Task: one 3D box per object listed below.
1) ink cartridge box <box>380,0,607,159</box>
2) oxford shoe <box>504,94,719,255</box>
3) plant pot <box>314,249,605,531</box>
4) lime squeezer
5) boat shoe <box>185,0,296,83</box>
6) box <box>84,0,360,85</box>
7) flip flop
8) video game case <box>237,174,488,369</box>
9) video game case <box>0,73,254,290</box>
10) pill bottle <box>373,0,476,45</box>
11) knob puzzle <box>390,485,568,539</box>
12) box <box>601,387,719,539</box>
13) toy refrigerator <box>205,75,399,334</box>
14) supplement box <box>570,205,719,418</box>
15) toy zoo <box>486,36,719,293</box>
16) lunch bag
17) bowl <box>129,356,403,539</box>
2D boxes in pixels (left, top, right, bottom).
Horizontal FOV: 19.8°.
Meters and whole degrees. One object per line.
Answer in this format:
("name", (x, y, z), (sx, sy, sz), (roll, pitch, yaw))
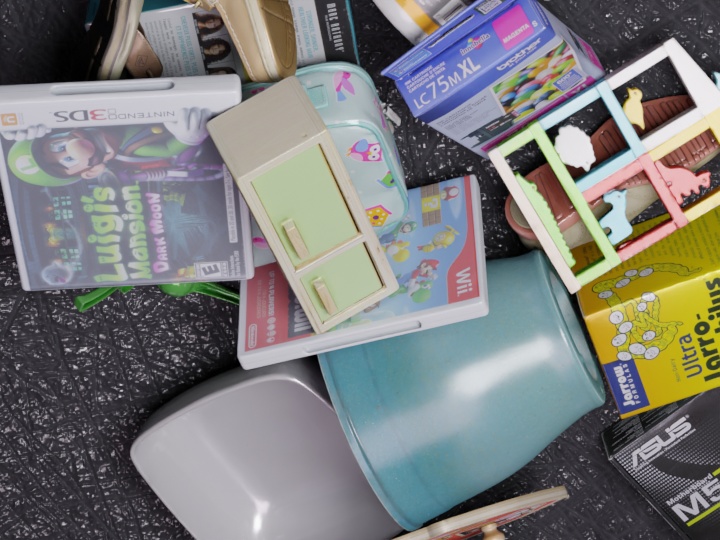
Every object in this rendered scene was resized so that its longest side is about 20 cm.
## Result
("ink cartridge box", (0.103, -0.146, 1.541), (0.119, 0.042, 0.200), (-33, 159, 15))
("oxford shoe", (0.212, -0.076, 1.655), (0.199, 0.071, 0.074), (-25, 149, 6))
("plant pot", (0.087, 0.080, 1.643), (0.187, 0.201, 0.201), (-24, 119, 11))
("lime squeezer", (-0.157, 0.010, 1.672), (0.199, 0.070, 0.038), (5, 106, -41))
("boat shoe", (-0.105, -0.223, 1.505), (0.069, 0.074, 0.201), (-22, 82, 17))
("box", (-0.104, -0.180, 1.572), (0.198, 0.049, 0.083), (-10, 120, 2))
("flip flop", (-0.170, -0.165, 1.512), (0.057, 0.081, 0.201), (8, 115, -24))
("video game case", (0.000, 0.000, 1.616), (0.198, 0.144, 0.018), (-13, 134, 12))
("video game case", (-0.173, -0.061, 1.521), (0.180, 0.023, 0.201), (-3, 138, -1))
("pill bottle", (0.098, -0.258, 1.504), (0.200, 0.117, 0.116), (-40, 115, 17))
("knob puzzle", (0.084, 0.229, 1.749), (0.218, 0.220, 0.031), (-21, 78, 8))
("box", (0.345, 0.157, 1.796), (0.199, 0.048, 0.193), (-36, 118, 15))
("toy refrigerator", (-0.039, -0.043, 1.509), (0.076, 0.070, 0.200), (-29, 142, -3))
("supplement box", (0.282, 0.020, 1.677), (0.199, 0.110, 0.109), (-20, 119, 8))
("toy zoo", (0.215, -0.089, 1.594), (0.199, 0.020, 0.132), (-31, 98, 6))
("lunch bag", (-0.064, -0.083, 1.588), (0.198, 0.078, 0.161), (-15, 142, 7))
("bowl", (-0.069, 0.157, 1.735), (0.199, 0.075, 0.200), (-24, 119, 29))
